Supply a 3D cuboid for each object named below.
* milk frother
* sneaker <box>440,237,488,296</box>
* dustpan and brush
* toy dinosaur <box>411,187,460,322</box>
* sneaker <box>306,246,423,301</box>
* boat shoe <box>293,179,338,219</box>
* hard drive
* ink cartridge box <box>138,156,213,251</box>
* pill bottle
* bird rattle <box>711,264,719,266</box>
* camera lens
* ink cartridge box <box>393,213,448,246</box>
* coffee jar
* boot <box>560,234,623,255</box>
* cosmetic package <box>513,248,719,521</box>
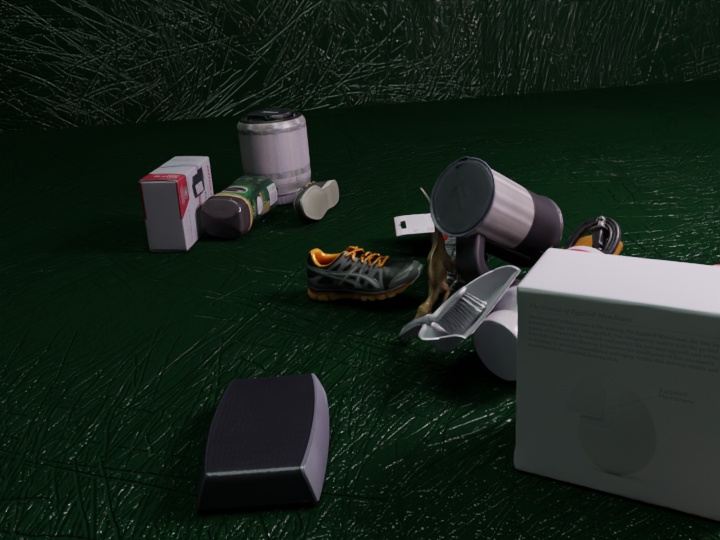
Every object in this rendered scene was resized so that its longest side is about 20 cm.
[{"bbox_3d":[0.238,-0.070,1.038,0.187,0.182,0.199,17,-34,-43],"label":"milk frother"},{"bbox_3d":[0.176,-0.023,1.183,0.077,0.080,0.200,21,49,17],"label":"sneaker"},{"bbox_3d":[0.107,0.062,0.930,0.057,0.200,0.140,42,55,4],"label":"dustpan and brush"},{"bbox_3d":[0.117,-0.014,1.069,0.058,0.202,0.101,1,-12,22],"label":"toy dinosaur"},{"bbox_3d":[0.000,0.000,1.123,0.198,0.078,0.078,-6,19,21],"label":"sneaker"},{"bbox_3d":[-0.106,-0.152,1.564,0.060,0.072,0.201,-1,15,19],"label":"boat shoe"},{"bbox_3d":[-0.102,0.176,0.786,0.133,0.043,0.200,-4,22,1],"label":"hard drive"},{"bbox_3d":[-0.369,-0.142,1.481,0.082,0.147,0.200,0,23,7],"label":"ink cartridge box"},{"bbox_3d":[0.238,0.056,0.913,0.199,0.112,0.110,-29,32,-33],"label":"pill bottle"},{"bbox_3d":[0.517,0.056,0.895,0.199,0.113,0.163,10,43,39],"label":"bird rattle"},{"bbox_3d":[-0.200,-0.270,1.691,0.158,0.202,0.160,-4,22,2],"label":"camera lens"},{"bbox_3d":[0.163,-0.068,1.326,0.198,0.051,0.109,-5,22,2],"label":"ink cartridge box"},{"bbox_3d":[-0.255,-0.135,1.524,0.103,0.086,0.200,5,23,14],"label":"coffee jar"},{"bbox_3d":[0.370,-0.010,1.100,0.144,0.071,0.200,-32,27,-35],"label":"boot"},{"bbox_3d":[0.260,0.098,0.695,0.198,0.202,0.123,8,25,28],"label":"cosmetic package"}]
